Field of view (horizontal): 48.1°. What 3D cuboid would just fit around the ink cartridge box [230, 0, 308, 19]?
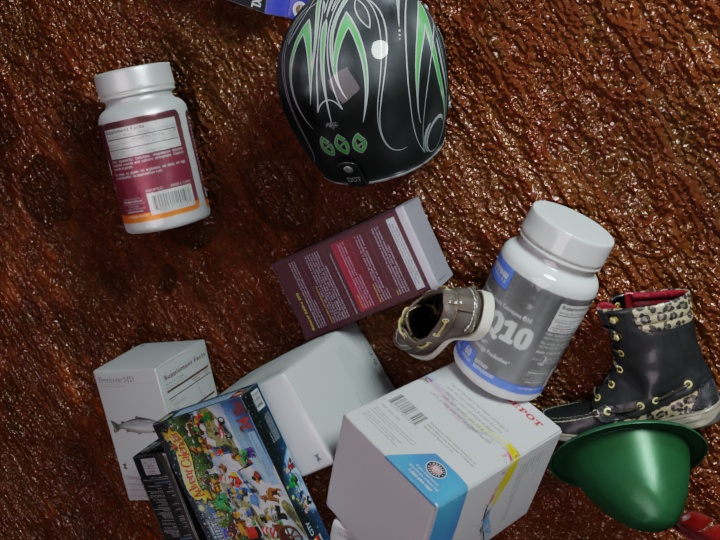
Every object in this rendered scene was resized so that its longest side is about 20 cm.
[{"bbox_3d":[-0.140,-0.368,0.957,0.199,0.037,0.095,23,114,14],"label":"ink cartridge box"}]

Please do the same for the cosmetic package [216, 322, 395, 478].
[{"bbox_3d":[-0.094,0.178,1.010,0.199,0.200,0.123,-30,93,28],"label":"cosmetic package"}]

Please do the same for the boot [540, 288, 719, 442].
[{"bbox_3d":[0.285,0.107,0.891,0.199,0.073,0.152,-11,102,22],"label":"boot"}]

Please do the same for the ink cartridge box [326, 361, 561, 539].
[{"bbox_3d":[0.091,0.217,0.893,0.147,0.199,0.147,39,132,36],"label":"ink cartridge box"}]

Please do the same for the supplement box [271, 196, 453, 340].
[{"bbox_3d":[0.000,0.000,0.992,0.199,0.061,0.109,-22,95,27],"label":"supplement box"}]

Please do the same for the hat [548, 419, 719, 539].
[{"bbox_3d":[0.300,0.268,0.837,0.165,0.177,0.200,16,140,-18],"label":"hat"}]

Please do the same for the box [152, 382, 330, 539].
[{"bbox_3d":[-0.135,0.240,0.912,0.136,0.038,0.201,-22,96,27],"label":"box"}]

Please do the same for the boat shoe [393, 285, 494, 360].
[{"bbox_3d":[0.079,0.058,0.922,0.059,0.200,0.072,14,74,-18],"label":"boat shoe"}]

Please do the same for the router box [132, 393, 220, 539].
[{"bbox_3d":[-0.196,0.268,1.083,0.062,0.200,0.151,-14,99,30],"label":"router box"}]

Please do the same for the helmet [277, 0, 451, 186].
[{"bbox_3d":[0.003,-0.210,0.864,0.199,0.200,0.192,-1,123,24],"label":"helmet"}]

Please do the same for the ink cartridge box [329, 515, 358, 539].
[{"bbox_3d":[0.010,0.337,1.013,0.044,0.200,0.177,21,114,19],"label":"ink cartridge box"}]

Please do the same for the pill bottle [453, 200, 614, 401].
[{"bbox_3d":[0.190,0.033,0.887,0.113,0.114,0.201,28,115,14],"label":"pill bottle"}]

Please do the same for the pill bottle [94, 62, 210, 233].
[{"bbox_3d":[-0.269,-0.156,1.033,0.113,0.114,0.201,-5,103,25],"label":"pill bottle"}]

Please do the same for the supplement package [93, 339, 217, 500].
[{"bbox_3d":[-0.277,0.212,1.150,0.116,0.117,0.201,-6,103,26],"label":"supplement package"}]
